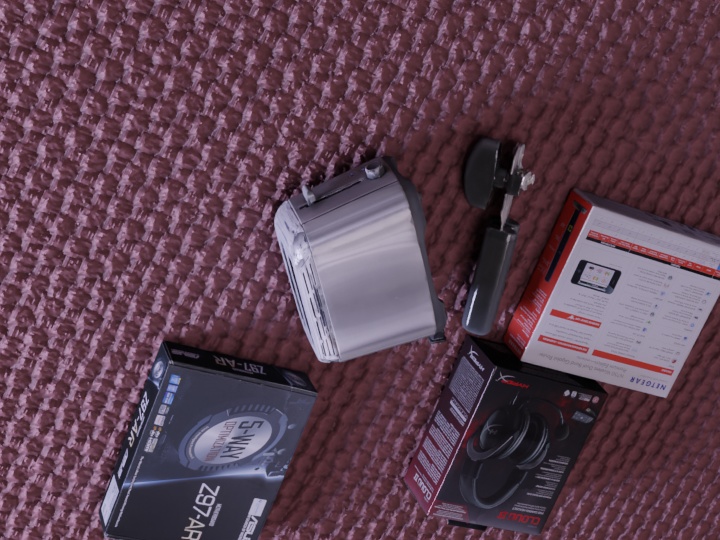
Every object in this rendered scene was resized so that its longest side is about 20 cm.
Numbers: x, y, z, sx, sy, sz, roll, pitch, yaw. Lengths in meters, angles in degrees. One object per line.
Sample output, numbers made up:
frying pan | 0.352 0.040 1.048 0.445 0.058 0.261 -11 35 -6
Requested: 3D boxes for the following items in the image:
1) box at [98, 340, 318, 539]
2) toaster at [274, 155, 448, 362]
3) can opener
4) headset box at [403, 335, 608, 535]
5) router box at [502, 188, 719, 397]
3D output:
box | -0.152 0.181 1.318 0.159 0.044 0.201 16 108 -26
toaster | 0.000 0.000 1.251 0.128 0.114 0.201 -18 122 -7
can opener | 0.128 -0.036 1.323 0.066 0.053 0.202 12 112 12
headset box | 0.148 0.185 1.413 0.148 0.077 0.201 16 107 -26
router box | 0.273 0.027 1.399 0.199 0.049 0.181 16 108 -26
